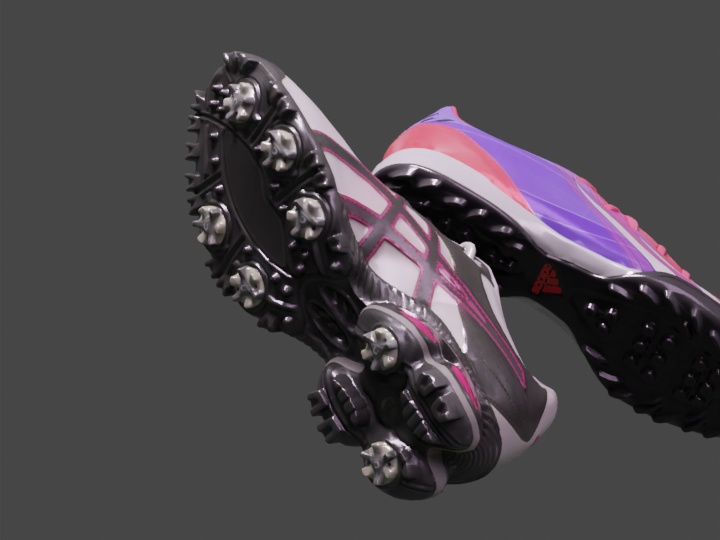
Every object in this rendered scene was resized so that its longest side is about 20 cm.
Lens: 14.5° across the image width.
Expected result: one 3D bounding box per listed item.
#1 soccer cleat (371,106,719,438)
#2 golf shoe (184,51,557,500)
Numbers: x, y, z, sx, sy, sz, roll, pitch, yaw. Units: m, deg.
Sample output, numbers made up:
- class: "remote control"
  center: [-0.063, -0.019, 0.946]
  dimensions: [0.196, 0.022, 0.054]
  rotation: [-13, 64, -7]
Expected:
- class: "soccer cleat"
  center: [0.099, -0.002, 1.179]
  dimensions: [0.200, 0.068, 0.073]
  rotation: [30, 41, 4]
- class: "golf shoe"
  center: [0.000, 0.000, 1.133]
  dimensions: [0.088, 0.077, 0.200]
  rotation: [-11, 64, -47]
